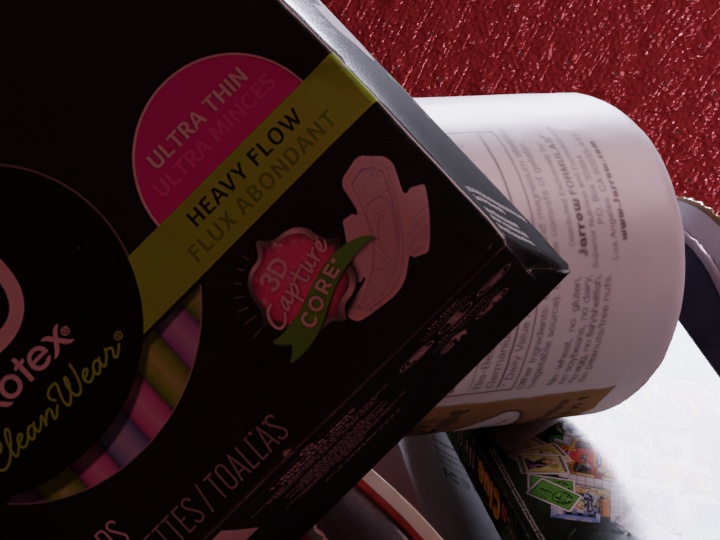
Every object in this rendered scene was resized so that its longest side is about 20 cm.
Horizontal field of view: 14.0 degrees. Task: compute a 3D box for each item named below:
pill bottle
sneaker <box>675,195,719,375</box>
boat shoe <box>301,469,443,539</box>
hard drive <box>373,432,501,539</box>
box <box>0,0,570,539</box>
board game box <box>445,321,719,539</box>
[{"bbox_3d":[0.000,0.000,0.974,0.199,0.115,0.114,-4,37,-35],"label":"pill bottle"},{"bbox_3d":[0.125,0.074,1.249,0.070,0.108,0.200,26,-34,42],"label":"sneaker"},{"bbox_3d":[0.025,0.126,0.848,0.200,0.063,0.071,47,-7,16],"label":"boat shoe"},{"bbox_3d":[0.064,0.126,1.081,0.132,0.027,0.200,31,25,-36],"label":"hard drive"},{"bbox_3d":[-0.072,-0.025,0.728,0.200,0.149,0.124,47,6,10],"label":"box"},{"bbox_3d":[0.086,0.057,1.050,0.200,0.104,0.024,-117,-157,-61],"label":"board game box"}]
